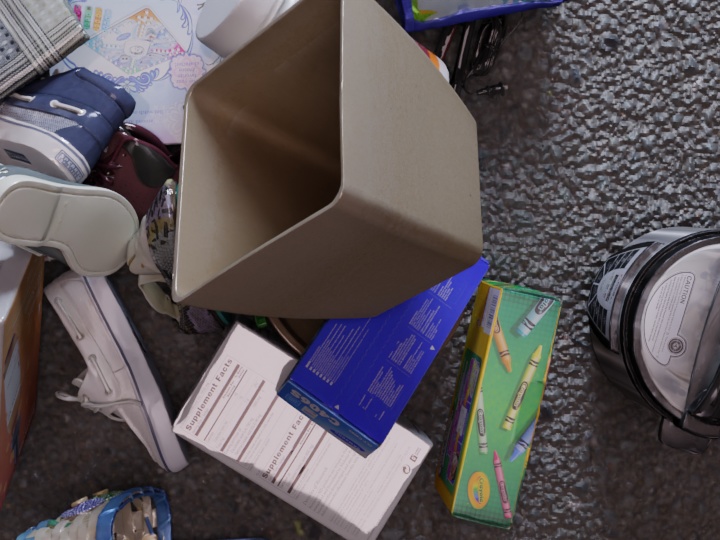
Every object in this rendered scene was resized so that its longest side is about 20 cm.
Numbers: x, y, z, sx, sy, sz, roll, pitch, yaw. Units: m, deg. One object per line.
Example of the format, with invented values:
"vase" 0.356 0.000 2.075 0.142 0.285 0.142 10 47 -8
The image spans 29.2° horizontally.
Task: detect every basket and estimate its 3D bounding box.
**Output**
"basket" -0.185 0.257 1.180 0.198 0.176 0.141 0 89 7

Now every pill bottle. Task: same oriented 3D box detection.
"pill bottle" -0.032 -0.182 1.172 0.199 0.114 0.115 31 90 -25

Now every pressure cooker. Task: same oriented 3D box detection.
"pressure cooker" 0.298 0.047 1.192 0.177 0.200 0.177 -26 95 -2

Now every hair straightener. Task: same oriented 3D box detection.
"hair straightener" 0.099 -0.183 1.253 0.076 0.041 0.202 20 87 -5

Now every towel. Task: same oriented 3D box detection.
"towel" -0.348 -0.213 1.172 0.192 0.035 0.201 -35 63 -1

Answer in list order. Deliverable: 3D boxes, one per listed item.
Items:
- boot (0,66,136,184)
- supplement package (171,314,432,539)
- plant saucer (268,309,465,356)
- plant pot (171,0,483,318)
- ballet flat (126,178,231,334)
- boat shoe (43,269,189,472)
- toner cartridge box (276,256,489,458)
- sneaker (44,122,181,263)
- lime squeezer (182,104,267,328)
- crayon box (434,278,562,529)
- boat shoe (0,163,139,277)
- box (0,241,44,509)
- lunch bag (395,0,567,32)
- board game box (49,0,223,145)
"boot" -0.275 -0.132 1.177 0.091 0.199 0.073 -52 139 -20
"supplement package" -0.053 0.138 1.214 0.199 0.114 0.110 32 89 -4
"plant saucer" 0.000 0.000 1.223 0.198 0.029 0.202 5 72 -16
"plant pot" -0.014 -0.069 1.073 0.176 0.199 0.202 24 53 -36
"ballet flat" -0.160 -0.003 1.171 0.071 0.201 0.073 -4 58 6
"boat shoe" -0.225 0.096 1.220 0.086 0.075 0.203 -26 92 -3
"toner cartridge box" 0.021 0.048 1.168 0.095 0.043 0.201 35 63 -2
"sneaker" -0.236 -0.076 1.194 0.198 0.076 0.117 -7 122 -13
"lime squeezer" -0.113 -0.050 1.215 0.037 0.071 0.202 -19 96 -17
"crayon box" 0.119 0.113 1.223 0.058 0.119 0.202 12 92 -4
"boat shoe" -0.246 -0.045 1.101 0.061 0.200 0.073 26 92 24
"box" -0.329 0.075 1.137 0.105 0.153 0.202 8 122 -4
"lunch bag" 0.097 -0.318 1.196 0.168 0.127 0.202 -11 94 -3
"board game box" -0.176 -0.211 1.224 0.198 0.043 0.201 -2 93 -4
